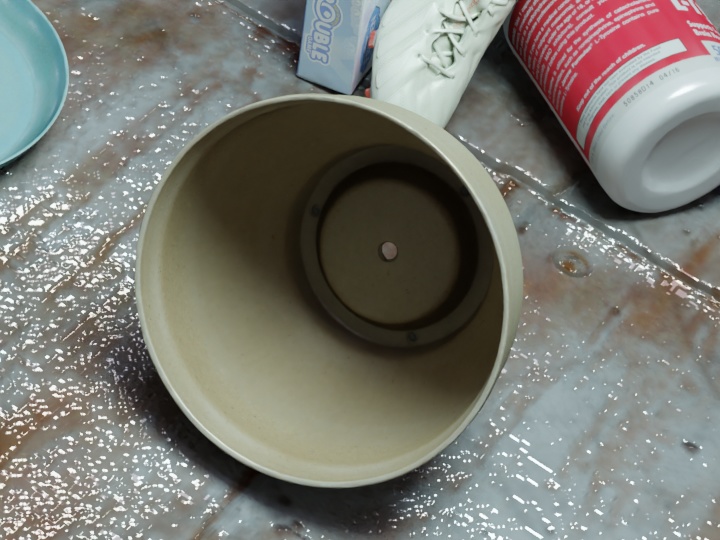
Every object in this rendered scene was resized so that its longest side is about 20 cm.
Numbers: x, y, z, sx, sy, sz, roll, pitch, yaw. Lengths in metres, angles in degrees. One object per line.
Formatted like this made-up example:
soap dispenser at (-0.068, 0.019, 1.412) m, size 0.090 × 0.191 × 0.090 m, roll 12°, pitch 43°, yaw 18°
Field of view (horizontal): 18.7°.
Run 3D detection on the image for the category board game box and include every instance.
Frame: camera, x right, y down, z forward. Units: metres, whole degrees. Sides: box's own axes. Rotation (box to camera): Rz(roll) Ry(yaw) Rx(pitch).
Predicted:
board game box at (0.028, -0.244, 1.364) m, size 0.043 × 0.200 × 0.199 m, roll 21°, pitch 44°, yaw 12°

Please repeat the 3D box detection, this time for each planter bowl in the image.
planter bowl at (0.000, 0.000, 1.152) m, size 0.200 × 0.200 × 0.135 m, roll 30°, pitch 20°, yaw 12°

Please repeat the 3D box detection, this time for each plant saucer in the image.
plant saucer at (-0.271, -0.114, 1.273) m, size 0.200 × 0.027 × 0.200 m, roll 9°, pitch 47°, yaw -9°

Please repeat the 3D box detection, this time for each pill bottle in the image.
pill bottle at (0.158, -0.142, 1.370) m, size 0.112 × 0.112 × 0.200 m, roll -11°, pitch 52°, yaw -26°

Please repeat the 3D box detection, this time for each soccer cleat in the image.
soccer cleat at (0.063, -0.167, 1.338) m, size 0.069 × 0.078 × 0.200 m, roll 32°, pitch 73°, yaw -38°
